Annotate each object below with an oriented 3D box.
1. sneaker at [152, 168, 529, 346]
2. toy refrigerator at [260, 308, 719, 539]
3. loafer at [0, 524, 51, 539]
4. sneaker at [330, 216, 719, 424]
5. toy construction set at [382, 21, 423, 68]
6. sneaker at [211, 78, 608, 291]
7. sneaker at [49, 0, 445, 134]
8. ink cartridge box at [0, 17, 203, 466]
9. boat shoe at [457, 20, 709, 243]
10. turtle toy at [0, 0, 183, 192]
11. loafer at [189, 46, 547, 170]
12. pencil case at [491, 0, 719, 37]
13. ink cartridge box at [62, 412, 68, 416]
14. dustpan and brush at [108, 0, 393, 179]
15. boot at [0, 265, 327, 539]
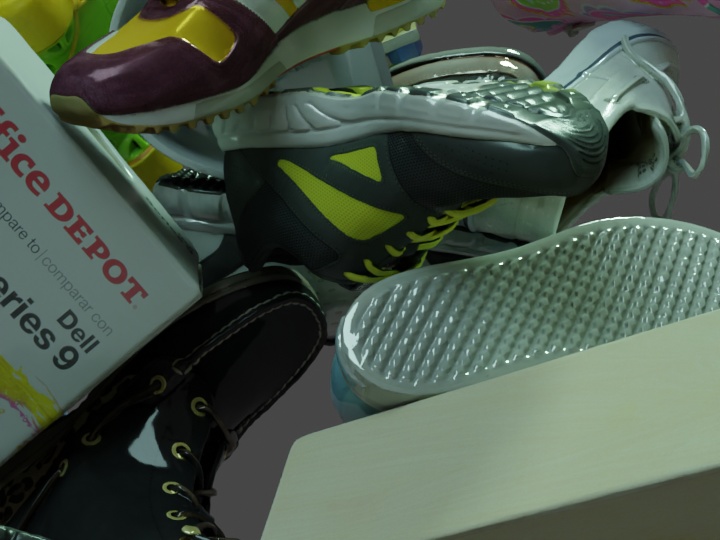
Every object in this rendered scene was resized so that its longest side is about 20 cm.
[{"bbox_3d":[0.000,0.000,0.795,0.199,0.081,0.074,7,14,13],"label":"sneaker"},{"bbox_3d":[0.064,0.086,0.611,0.199,0.070,0.076,-20,33,29],"label":"toy refrigerator"},{"bbox_3d":[-0.065,0.146,0.586,0.200,0.070,0.068,24,59,-4],"label":"loafer"},{"bbox_3d":[0.080,0.030,0.707,0.199,0.082,0.074,-4,64,-14],"label":"sneaker"},{"bbox_3d":[-0.056,-0.116,0.946,0.198,0.093,0.132,-2,40,8],"label":"toy construction set"},{"bbox_3d":[0.019,-0.033,0.687,0.074,0.085,0.199,-10,11,-42],"label":"sneaker"},{"bbox_3d":[-0.049,-0.123,0.691,0.075,0.091,0.200,14,34,43],"label":"sneaker"},{"bbox_3d":[-0.184,0.011,0.701,0.200,0.146,0.088,-39,13,1],"label":"ink cartridge box"},{"bbox_3d":[0.119,-0.058,0.774,0.086,0.075,0.202,25,30,24],"label":"boat shoe"},{"bbox_3d":[-0.143,-0.108,0.830,0.101,0.146,0.200,24,68,42],"label":"turtle toy"},{"bbox_3d":[0.001,-0.050,0.847,0.199,0.072,0.063,-16,38,23],"label":"loafer"},{"bbox_3d":[0.138,-0.163,0.859,0.087,0.088,0.200,-37,20,-19],"label":"pencil case"},{"bbox_3d":[-0.236,0.030,0.851,0.146,0.086,0.200,-24,35,-3],"label":"ink cartridge box"},{"bbox_3d":[-0.086,-0.089,0.766,0.199,0.140,0.057,-17,7,-4],"label":"dustpan and brush"},{"bbox_3d":[-0.071,0.095,0.697,0.200,0.073,0.151,-35,37,-11],"label":"boot"}]
